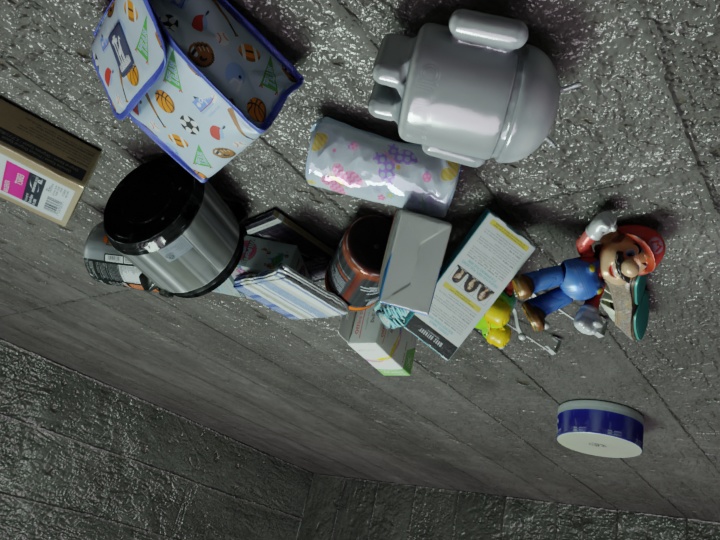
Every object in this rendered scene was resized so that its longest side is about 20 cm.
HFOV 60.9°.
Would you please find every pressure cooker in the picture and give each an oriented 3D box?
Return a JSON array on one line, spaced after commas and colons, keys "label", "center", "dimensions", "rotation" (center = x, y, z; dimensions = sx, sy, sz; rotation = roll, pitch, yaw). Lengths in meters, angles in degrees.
[{"label": "pressure cooker", "center": [-0.284, -0.054, 0.971], "dimensions": [0.173, 0.182, 0.201], "rotation": [0, 150, 22]}]

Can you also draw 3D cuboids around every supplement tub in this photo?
[{"label": "supplement tub", "center": [0.000, 0.000, 1.005], "dimensions": [0.105, 0.109, 0.200], "rotation": [19, 152, -9]}, {"label": "supplement tub", "center": [-0.403, -0.026, 1.151], "dimensions": [0.196, 0.124, 0.123], "rotation": [6, 153, 16]}]

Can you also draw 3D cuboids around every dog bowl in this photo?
[{"label": "dog bowl", "center": [0.578, 0.385, 1.482], "dimensions": [0.196, 0.080, 0.201], "rotation": [12, 154, 6]}]

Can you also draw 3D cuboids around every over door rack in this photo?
[{"label": "over door rack", "center": [0.312, 0.101, 1.085], "dimensions": [0.197, 0.068, 0.148], "rotation": [22, 154, -13]}]

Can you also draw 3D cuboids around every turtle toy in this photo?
[{"label": "turtle toy", "center": [0.186, 0.023, 0.958], "dimensions": [0.144, 0.102, 0.201], "rotation": [29, 159, 27]}]

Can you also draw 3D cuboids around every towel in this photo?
[{"label": "towel", "center": [-0.122, 0.041, 1.041], "dimensions": [0.146, 0.024, 0.199], "rotation": [33, 156, -27]}]

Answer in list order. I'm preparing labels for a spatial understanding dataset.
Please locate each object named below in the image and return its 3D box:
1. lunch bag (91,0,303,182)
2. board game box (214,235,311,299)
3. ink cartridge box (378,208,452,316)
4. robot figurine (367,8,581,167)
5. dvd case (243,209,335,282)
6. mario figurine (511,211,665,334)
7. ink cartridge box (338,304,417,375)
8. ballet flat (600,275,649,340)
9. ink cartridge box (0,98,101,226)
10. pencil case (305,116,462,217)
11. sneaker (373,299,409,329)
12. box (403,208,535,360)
[{"label": "lunch bag", "center": [-0.196, -0.218, 0.679], "dimensions": [0.200, 0.125, 0.169], "rotation": [44, 144, -22]}, {"label": "board game box", "center": [-0.201, -0.002, 1.124], "dimensions": [0.196, 0.065, 0.148], "rotation": [12, 155, 13]}, {"label": "ink cartridge box", "center": [0.068, -0.019, 0.833], "dimensions": [0.066, 0.118, 0.200], "rotation": [14, -174, -1]}, {"label": "robot figurine", "center": [0.109, -0.173, 0.606], "dimensions": [0.196, 0.114, 0.171], "rotation": [13, 147, 4]}, {"label": "dvd case", "center": [-0.123, -0.037, 1.104], "dimensions": [0.199, 0.016, 0.147], "rotation": [34, 149, -34]}, {"label": "mario figurine", "center": [0.305, 0.006, 0.802], "dimensions": [0.197, 0.107, 0.124], "rotation": [-27, 143, 9]}, {"label": "ink cartridge box", "center": [0.040, 0.114, 1.194], "dimensions": [0.066, 0.119, 0.200], "rotation": [-4, 149, 31]}, {"label": "ballet flat", "center": [0.402, 0.038, 0.936], "dimensions": [0.067, 0.069, 0.201], "rotation": [20, 155, 35]}, {"label": "ink cartridge box", "center": [-0.533, -0.167, 1.002], "dimensions": [0.163, 0.076, 0.199], "rotation": [26, 152, -24]}, {"label": "pencil case", "center": [0.029, -0.130, 0.769], "dimensions": [0.196, 0.084, 0.092], "rotation": [12, 134, 4]}, {"label": "sneaker", "center": [0.074, 0.069, 0.999], "dimensions": [0.079, 0.085, 0.200], "rotation": [62, 172, -6]}, {"label": "box", "center": [0.150, 0.020, 0.860], "dimensions": [0.082, 0.201, 0.049], "rotation": [36, -166, -2]}]
